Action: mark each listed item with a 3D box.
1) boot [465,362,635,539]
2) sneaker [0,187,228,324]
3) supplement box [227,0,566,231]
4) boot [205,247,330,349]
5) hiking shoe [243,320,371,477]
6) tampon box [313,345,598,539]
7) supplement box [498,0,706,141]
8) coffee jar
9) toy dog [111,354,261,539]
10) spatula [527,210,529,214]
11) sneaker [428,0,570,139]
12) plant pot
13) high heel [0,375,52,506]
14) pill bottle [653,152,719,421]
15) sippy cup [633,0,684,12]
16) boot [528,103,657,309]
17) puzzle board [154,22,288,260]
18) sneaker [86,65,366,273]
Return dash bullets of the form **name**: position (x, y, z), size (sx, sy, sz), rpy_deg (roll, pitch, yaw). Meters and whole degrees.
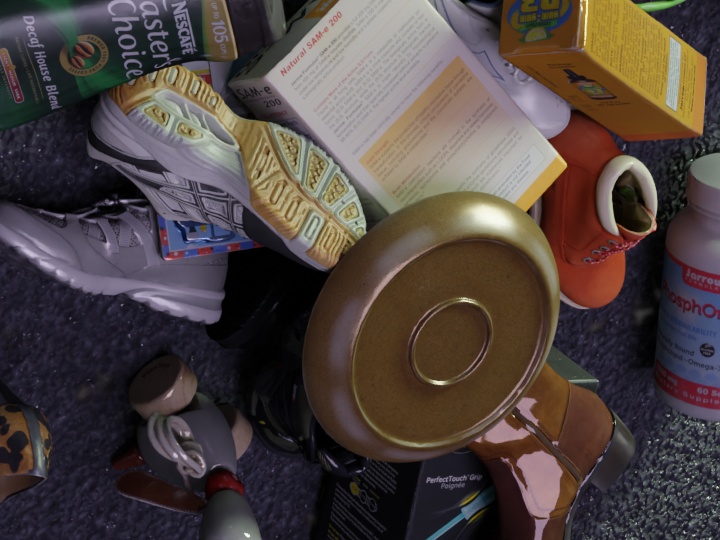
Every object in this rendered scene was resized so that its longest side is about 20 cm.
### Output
- **boot**: position (0.090, 0.139, 1.572), size (0.188, 0.068, 0.200), rpy_deg (-50, 127, -1)
- **sneaker**: position (-0.173, -0.024, 1.498), size (0.200, 0.075, 0.082), rpy_deg (17, 90, -42)
- **supplement box**: position (0.026, -0.099, 1.495), size (0.126, 0.074, 0.200), rpy_deg (-47, 107, -17)
- **boot**: position (-0.001, 0.000, 1.601), size (0.162, 0.073, 0.198), rpy_deg (34, 88, -35)
- **hiking shoe**: position (-0.033, 0.109, 1.579), size (0.076, 0.101, 0.200), rpy_deg (-8, 157, -16)
- **tampon box**: position (0.069, 0.149, 1.687), size (0.150, 0.126, 0.200), rpy_deg (-1, 114, -32)
- **supplement box**: position (0.173, -0.149, 1.537), size (0.200, 0.067, 0.069), rpy_deg (21, 71, -55)
- **coffee jar**: position (-0.149, -0.162, 1.350), size (0.200, 0.085, 0.104), rpy_deg (-18, 126, -5)
- **toy dog**: position (-0.130, 0.149, 1.547), size (0.096, 0.200, 0.132), rpy_deg (-37, 104, 11)
- **spatula**: position (0.138, -0.077, 1.679), size (0.057, 0.021, 0.200), rpy_deg (4, 114, -45)
- **sneaker**: position (0.086, -0.162, 1.537), size (0.200, 0.087, 0.075), rpy_deg (45, 66, -29)
- **plant pot**: position (0.055, 0.044, 1.466), size (0.200, 0.027, 0.200), rpy_deg (-14, 120, -26)
- **high heel**: position (-0.265, 0.168, 1.483), size (0.071, 0.143, 0.200), rpy_deg (6, 110, -34)
- **pill bottle**: position (0.296, 0.012, 1.767), size (0.109, 0.109, 0.200), rpy_deg (-13, 119, -26)
- **sippy cup**: position (0.182, -0.279, 1.540), size (0.130, 0.178, 0.140), rpy_deg (-10, 150, -15)
- **boot**: position (0.179, -0.030, 1.654), size (0.075, 0.107, 0.200), rpy_deg (-37, 138, -19)
- **puzzle board**: position (-0.052, -0.094, 1.510), size (0.200, 0.017, 0.151), rpy_deg (-9, 93, -24)
- **sneaker**: position (-0.088, -0.059, 1.439), size (0.200, 0.088, 0.076), rpy_deg (36, 48, -9)
